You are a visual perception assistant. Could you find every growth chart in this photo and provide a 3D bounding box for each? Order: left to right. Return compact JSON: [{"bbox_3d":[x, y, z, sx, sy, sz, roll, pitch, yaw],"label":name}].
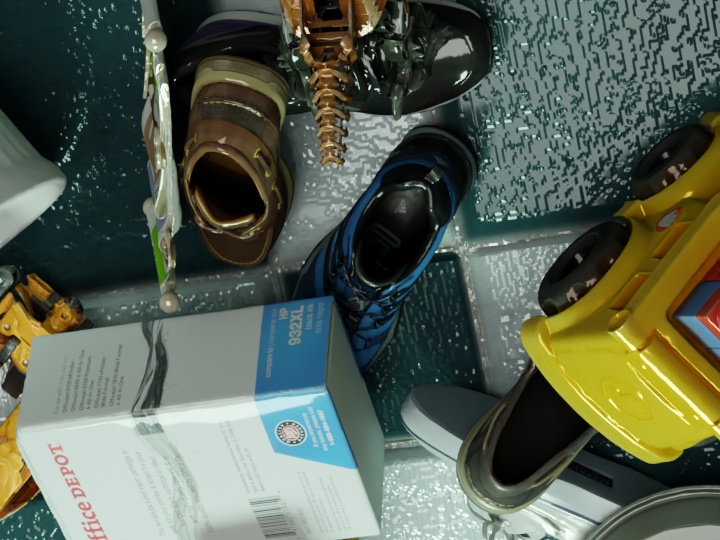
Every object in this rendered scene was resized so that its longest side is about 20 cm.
[{"bbox_3d":[-0.127,-0.094,1.611,0.018,0.145,0.200,-5,118,-8],"label":"growth chart"}]

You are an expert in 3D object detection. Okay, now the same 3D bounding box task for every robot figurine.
[{"bbox_3d":[-0.242,0.086,1.743,0.145,0.058,0.200,41,114,-2],"label":"robot figurine"}]

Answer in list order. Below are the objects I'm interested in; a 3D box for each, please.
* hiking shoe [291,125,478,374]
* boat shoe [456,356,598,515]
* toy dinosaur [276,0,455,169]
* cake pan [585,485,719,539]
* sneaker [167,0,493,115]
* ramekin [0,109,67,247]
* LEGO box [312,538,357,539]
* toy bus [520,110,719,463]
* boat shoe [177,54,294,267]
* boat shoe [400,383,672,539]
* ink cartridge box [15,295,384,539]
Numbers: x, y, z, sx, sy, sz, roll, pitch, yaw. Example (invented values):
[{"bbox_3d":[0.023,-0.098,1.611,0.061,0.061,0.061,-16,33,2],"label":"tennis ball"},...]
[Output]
[{"bbox_3d":[0.000,0.000,1.631,0.074,0.087,0.200,29,113,4],"label":"hiking shoe"},{"bbox_3d":[0.137,0.066,1.587,0.074,0.073,0.200,35,82,-4],"label":"boat shoe"},{"bbox_3d":[-0.016,-0.152,1.481,0.102,0.136,0.200,17,67,20],"label":"toy dinosaur"},{"bbox_3d":[0.217,0.234,1.614,0.200,0.037,0.201,1,101,7],"label":"cake pan"},{"bbox_3d":[-0.020,-0.120,1.595,0.200,0.088,0.076,-3,107,16],"label":"sneaker"},{"bbox_3d":[-0.293,-0.037,1.644,0.200,0.200,0.098,-36,88,23],"label":"ramekin"},{"bbox_3d":[-0.042,0.267,1.700,0.077,0.149,0.200,-7,107,17],"label":"LEGO box"},{"bbox_3d":[0.214,0.003,1.485,0.136,0.192,0.200,43,75,-10],"label":"toy bus"},{"bbox_3d":[-0.082,-0.052,1.595,0.072,0.068,0.200,12,152,4],"label":"boat shoe"},{"bbox_3d":[0.108,0.148,1.667,0.202,0.075,0.086,24,117,-4],"label":"boat shoe"},{"bbox_3d":[-0.097,0.104,1.635,0.200,0.084,0.145,-8,135,11],"label":"ink cartridge box"}]
